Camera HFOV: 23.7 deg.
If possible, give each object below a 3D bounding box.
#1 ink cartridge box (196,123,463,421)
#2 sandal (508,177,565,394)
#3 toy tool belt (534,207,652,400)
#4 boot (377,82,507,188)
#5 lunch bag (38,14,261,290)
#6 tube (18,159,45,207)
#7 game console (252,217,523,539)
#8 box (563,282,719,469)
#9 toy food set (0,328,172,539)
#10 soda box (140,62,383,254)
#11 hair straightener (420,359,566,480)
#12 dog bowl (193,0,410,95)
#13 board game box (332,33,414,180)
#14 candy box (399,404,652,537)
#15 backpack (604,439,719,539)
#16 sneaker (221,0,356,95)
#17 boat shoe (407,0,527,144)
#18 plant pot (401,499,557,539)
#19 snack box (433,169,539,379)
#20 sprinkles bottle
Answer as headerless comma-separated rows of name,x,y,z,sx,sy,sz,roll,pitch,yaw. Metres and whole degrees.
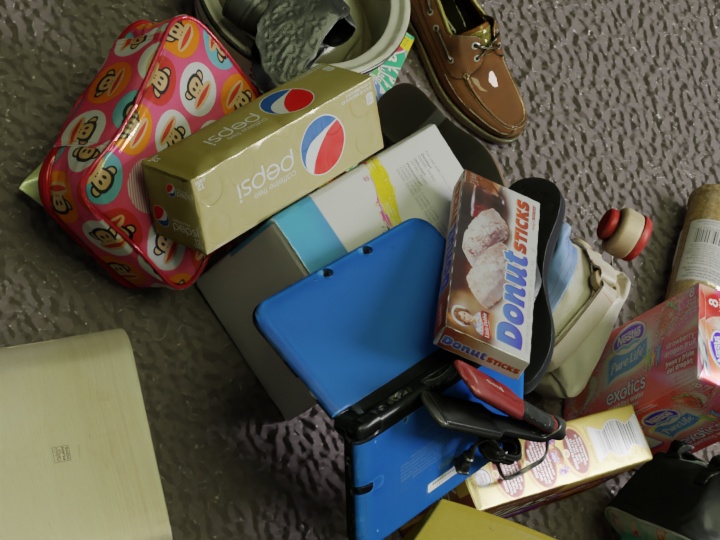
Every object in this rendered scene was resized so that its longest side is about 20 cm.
ink cartridge box,0.000,0.000,1.441,0.200,0.147,0.147,-33,89,-37
sandal,0.133,0.010,1.498,0.043,0.076,0.202,46,47,-60
toy tool belt,0.175,0.010,1.557,0.122,0.125,0.201,29,75,-10
boot,0.089,-0.085,1.548,0.075,0.073,0.200,39,15,-54
lunch bag,-0.154,-0.088,1.397,0.176,0.082,0.201,48,56,-38
tube,-0.203,-0.117,1.436,0.058,0.052,0.201,17,57,21
game console,0.025,0.083,1.324,0.118,0.172,0.199,25,40,37
box,0.277,0.099,1.533,0.102,0.200,0.095,19,60,-22
toy food set,-0.231,0.147,1.296,0.142,0.060,0.201,-8,71,-22
soda box,-0.075,-0.092,1.358,0.200,0.064,0.068,-34,128,-34
hair straightener,0.098,0.122,1.319,0.041,0.077,0.200,54,15,28
dog bowl,-0.059,-0.234,1.540,0.199,0.074,0.201,9,59,-15
board game box,-0.023,-0.168,1.584,0.095,0.030,0.201,33,57,-14
candy box,0.137,0.175,1.464,0.199,0.117,0.057,-12,74,-36
backpack,0.317,0.271,1.496,0.200,0.177,0.151,44,78,-17
sneaker,-0.041,-0.231,1.467,0.104,0.060,0.200,38,61,6
boat shoe,0.101,-0.214,1.653,0.072,0.068,0.200,-38,92,-39
plant pot,0.076,0.300,1.333,0.176,0.200,0.200,37,53,3
snack box,0.100,0.000,1.336,0.072,0.024,0.201,24,38,-11
sprinkles bottle,0.339,0.009,1.697,0.068,0.068,0.201,32,55,-15
